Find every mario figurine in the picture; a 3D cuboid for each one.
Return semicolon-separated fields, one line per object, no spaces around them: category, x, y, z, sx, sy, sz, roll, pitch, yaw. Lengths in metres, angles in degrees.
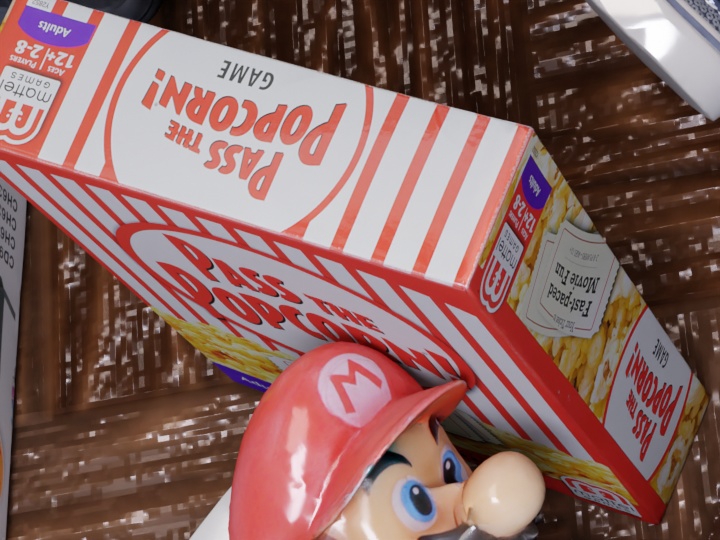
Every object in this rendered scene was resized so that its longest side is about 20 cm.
mario figurine;0.046;0.102;0.728;0.106;0.123;0.200;-36;91;0

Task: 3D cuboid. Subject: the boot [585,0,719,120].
boot;0.080;-0.142;0.872;0.090;0.073;0.200;-40;61;7

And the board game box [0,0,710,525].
board game box;0.000;0.000;0.773;0.151;0.200;0.046;17;76;26

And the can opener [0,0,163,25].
can opener;-0.154;-0.109;0.937;0.200;0.079;0.063;4;84;13

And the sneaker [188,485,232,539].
sneaker;-0.019;0.148;0.798;0.116;0.074;0.200;30;91;26

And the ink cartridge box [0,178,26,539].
ink cartridge box;-0.199;0.011;0.871;0.145;0.147;0.200;-6;67;17
